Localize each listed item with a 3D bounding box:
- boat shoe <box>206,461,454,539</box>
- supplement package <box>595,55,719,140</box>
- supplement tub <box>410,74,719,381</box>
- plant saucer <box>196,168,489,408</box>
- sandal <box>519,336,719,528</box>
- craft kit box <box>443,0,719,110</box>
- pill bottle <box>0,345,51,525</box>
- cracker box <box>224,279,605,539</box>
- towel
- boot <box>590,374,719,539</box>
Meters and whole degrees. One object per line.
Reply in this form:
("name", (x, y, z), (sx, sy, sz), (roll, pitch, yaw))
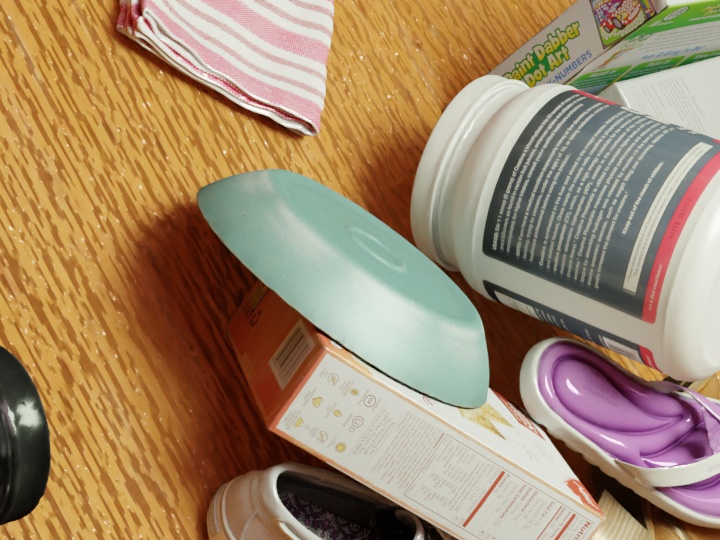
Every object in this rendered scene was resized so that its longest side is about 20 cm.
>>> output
("boat shoe", (0.014, 0.154, 1.027), (0.199, 0.068, 0.072), (32, 49, -24))
("supplement package", (0.219, -0.065, 1.298), (0.199, 0.120, 0.122), (-17, 77, -45))
("supplement tub", (0.145, -0.030, 1.138), (0.199, 0.142, 0.140), (24, 35, 28))
("plant saucer", (0.000, 0.000, 1.049), (0.199, 0.036, 0.200), (35, 11, -8))
("sandal", (0.187, 0.099, 1.131), (0.201, 0.050, 0.083), (22, 63, -19))
("craft kit box", (0.186, -0.151, 1.264), (0.199, 0.197, 0.049), (-15, 77, -46))
("pill bottle", (-0.238, 0.090, 0.811), (0.199, 0.112, 0.113), (-13, 75, -44))
("cracker box", (0.029, 0.083, 1.043), (0.199, 0.058, 0.134), (33, 10, -24))
("towel", (-0.073, -0.192, 1.181), (0.146, 0.030, 0.202), (28, 50, -28))
("boot", (0.211, 0.167, 1.196), (0.155, 0.074, 0.200), (46, 56, -10))
